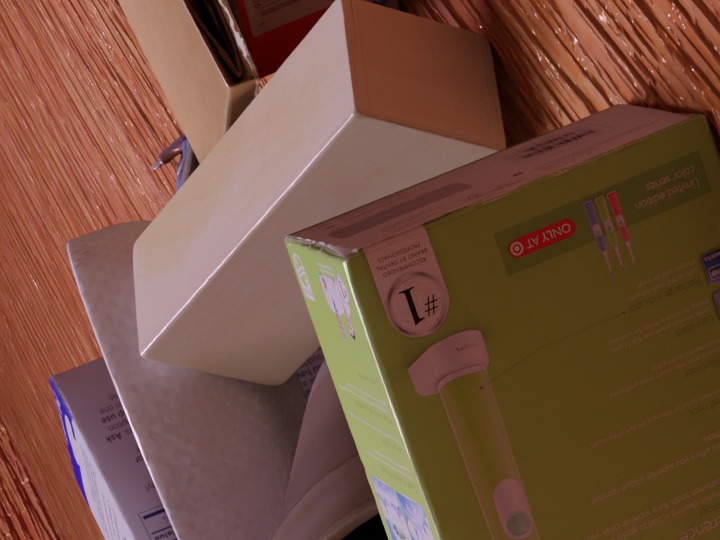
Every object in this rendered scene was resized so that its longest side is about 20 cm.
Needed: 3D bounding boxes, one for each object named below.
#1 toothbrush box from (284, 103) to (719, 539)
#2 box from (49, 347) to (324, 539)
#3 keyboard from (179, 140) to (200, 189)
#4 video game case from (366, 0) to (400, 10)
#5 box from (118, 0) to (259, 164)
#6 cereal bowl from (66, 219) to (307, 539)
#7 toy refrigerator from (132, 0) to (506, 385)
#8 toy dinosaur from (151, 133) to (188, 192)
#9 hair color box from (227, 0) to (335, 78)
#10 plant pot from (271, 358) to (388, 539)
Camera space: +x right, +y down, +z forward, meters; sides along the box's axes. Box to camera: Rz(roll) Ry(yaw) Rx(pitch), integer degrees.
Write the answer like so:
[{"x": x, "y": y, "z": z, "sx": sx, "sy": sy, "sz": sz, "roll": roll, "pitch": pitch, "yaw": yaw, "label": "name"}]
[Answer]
[{"x": 0.078, "y": 0.057, "z": 1.034, "sx": 0.200, "sy": 0.145, "sz": 0.086, "roll": 70, "pitch": 166, "yaw": -10, "label": "toothbrush box"}, {"x": -0.048, "y": 0.124, "z": 1.567, "sx": 0.105, "sy": 0.184, "sz": 0.200, "roll": 85, "pitch": 159, "yaw": -49, "label": "box"}, {"x": -0.077, "y": -0.107, "z": 1.469, "sx": 0.056, "sy": 0.011, "sz": 0.200, "roll": 107, "pitch": 172, "yaw": -63, "label": "keyboard"}, {"x": -0.039, "y": -0.212, "z": 1.347, "sx": 0.200, "sy": 0.022, "sz": 0.183, "roll": -130, "pitch": 22, "yaw": -55, "label": "video game case"}, {"x": -0.091, "y": -0.130, "z": 1.321, "sx": 0.164, "sy": 0.021, "sz": 0.200, "roll": 63, "pitch": 170, "yaw": 9, "label": "box"}, {"x": -0.072, "y": 0.062, "z": 1.386, "sx": 0.200, "sy": 0.083, "sz": 0.200, "roll": 157, "pitch": 90, "yaw": -87, "label": "cereal bowl"}, {"x": -0.023, "y": -0.033, "z": 1.238, "sx": 0.200, "sy": 0.076, "sz": 0.070, "roll": -47, "pitch": 40, "yaw": 45, "label": "toy refrigerator"}, {"x": -0.079, "y": -0.018, "z": 1.525, "sx": 0.182, "sy": 0.105, "sz": 0.200, "roll": -97, "pitch": -19, "yaw": -51, "label": "toy dinosaur"}, {"x": -0.070, "y": -0.191, "z": 1.316, "sx": 0.200, "sy": 0.064, "sz": 0.111, "roll": 53, "pitch": 163, "yaw": 46, "label": "hair color box"}, {"x": 0.046, "y": 0.108, "z": 1.217, "sx": 0.174, "sy": 0.200, "sz": 0.200, "roll": -102, "pitch": -1, "yaw": -54, "label": "plant pot"}]
